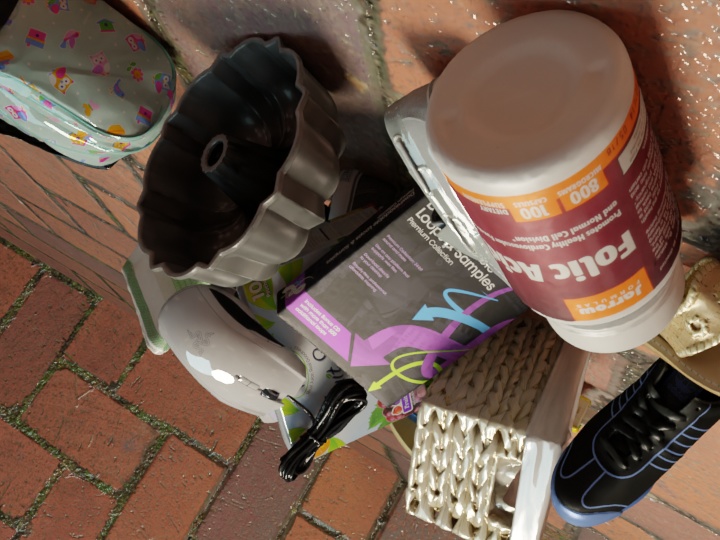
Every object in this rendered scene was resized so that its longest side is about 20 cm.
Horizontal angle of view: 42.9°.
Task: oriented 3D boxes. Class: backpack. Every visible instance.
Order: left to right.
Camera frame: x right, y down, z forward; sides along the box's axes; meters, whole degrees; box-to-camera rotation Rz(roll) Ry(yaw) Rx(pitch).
[{"bbox_3d":[-0.270,-0.180,0.835,0.199,0.169,0.126,33,161,-27],"label":"backpack"}]

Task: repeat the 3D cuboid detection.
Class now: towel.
[{"bbox_3d":[-0.155,-0.035,0.885,0.030,0.201,0.150,28,-163,-38],"label":"towel"}]

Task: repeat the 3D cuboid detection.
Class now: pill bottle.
[{"bbox_3d":[0.124,-0.040,0.539,0.113,0.115,0.200,19,160,39],"label":"pill bottle"}]

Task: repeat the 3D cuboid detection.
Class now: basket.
[{"bbox_3d":[0.127,0.135,0.822,0.121,0.200,0.138,14,118,16],"label":"basket"}]

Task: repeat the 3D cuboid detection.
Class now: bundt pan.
[{"bbox_3d":[-0.089,-0.077,0.726,0.075,0.205,0.200,27,172,-42],"label":"bundt pan"}]

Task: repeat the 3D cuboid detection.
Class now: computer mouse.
[{"bbox_3d":[-0.086,0.091,0.755,0.200,0.109,0.044,42,-165,-27],"label":"computer mouse"}]

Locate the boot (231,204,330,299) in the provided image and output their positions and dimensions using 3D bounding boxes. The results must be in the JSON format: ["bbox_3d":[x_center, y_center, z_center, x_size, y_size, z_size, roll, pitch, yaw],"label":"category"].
[{"bbox_3d":[-0.101,-0.009,0.917,0.078,0.161,0.211,5,-164,-22],"label":"boot"}]

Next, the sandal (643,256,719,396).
[{"bbox_3d":[0.221,0.022,0.616,0.210,0.078,0.070,27,165,43],"label":"sandal"}]

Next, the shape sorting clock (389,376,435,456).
[{"bbox_3d":[0.110,0.137,0.975,0.198,0.201,0.039,31,137,5],"label":"shape sorting clock"}]

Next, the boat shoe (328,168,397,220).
[{"bbox_3d":[0.000,0.000,0.874,0.065,0.070,0.203,13,119,8],"label":"boat shoe"}]

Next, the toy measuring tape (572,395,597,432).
[{"bbox_3d":[0.244,0.169,1.025,0.198,0.074,0.074,25,163,29],"label":"toy measuring tape"}]

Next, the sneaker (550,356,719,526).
[{"bbox_3d":[0.214,0.104,0.665,0.070,0.199,0.078,47,176,30],"label":"sneaker"}]

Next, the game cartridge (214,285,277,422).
[{"bbox_3d":[-0.126,0.059,0.987,0.038,0.131,0.201,-14,134,17],"label":"game cartridge"}]

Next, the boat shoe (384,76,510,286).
[{"bbox_3d":[0.081,-0.049,0.644,0.071,0.071,0.202,-11,131,31],"label":"boat shoe"}]

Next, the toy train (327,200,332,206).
[{"bbox_3d":[0.014,-0.011,0.958,0.149,0.056,0.200,36,164,-11],"label":"toy train"}]

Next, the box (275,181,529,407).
[{"bbox_3d":[0.050,0.012,0.735,0.143,0.199,0.036,41,-158,-27],"label":"box"}]

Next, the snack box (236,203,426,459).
[{"bbox_3d":[-0.024,0.059,0.820,0.053,0.140,0.203,-131,24,-57],"label":"snack box"}]
